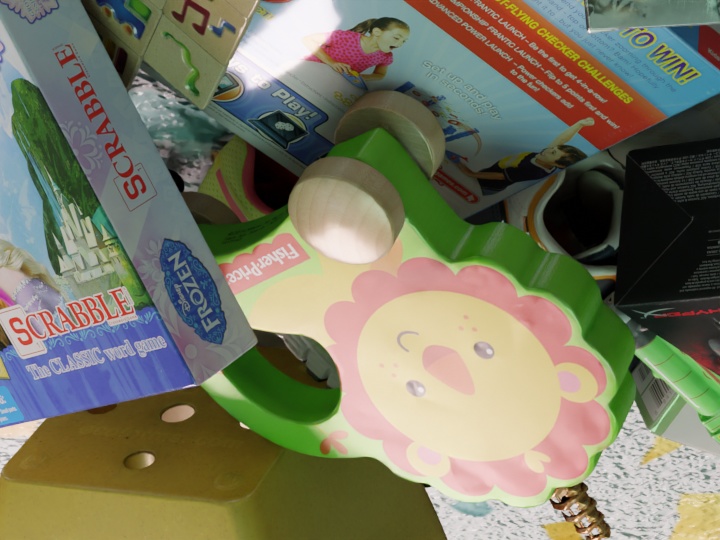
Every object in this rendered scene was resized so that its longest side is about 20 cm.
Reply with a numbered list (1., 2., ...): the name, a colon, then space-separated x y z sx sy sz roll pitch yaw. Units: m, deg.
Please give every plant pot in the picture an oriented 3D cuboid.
1. plant pot: -0.077 0.145 1.134 0.199 0.200 0.177 3 121 23

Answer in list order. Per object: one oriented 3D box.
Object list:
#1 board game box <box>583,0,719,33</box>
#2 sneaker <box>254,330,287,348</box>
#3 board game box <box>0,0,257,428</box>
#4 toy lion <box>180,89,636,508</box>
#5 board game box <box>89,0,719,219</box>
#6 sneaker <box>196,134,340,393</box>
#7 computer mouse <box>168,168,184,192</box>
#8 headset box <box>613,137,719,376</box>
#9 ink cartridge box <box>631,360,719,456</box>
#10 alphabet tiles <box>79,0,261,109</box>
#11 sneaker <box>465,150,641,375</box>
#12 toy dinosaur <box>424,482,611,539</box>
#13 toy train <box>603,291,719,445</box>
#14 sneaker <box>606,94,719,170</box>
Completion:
1. board game box: 0.177 -0.159 0.821 0.199 0.028 0.136 -3 112 10
2. sneaker: -0.078 0.060 1.246 0.115 0.074 0.200 13 147 -9
3. board game box: -0.159 -0.032 0.976 0.200 0.041 0.200 -16 105 50
4. toy lion: 0.013 0.030 0.987 0.200 0.069 0.192 -24 113 40
5. board game box: 0.020 -0.110 0.943 0.200 0.056 0.196 34 138 -31
6. sneaker: 0.000 0.000 1.068 0.200 0.078 0.090 31 120 15
7. computer mouse: -0.155 -0.070 1.061 0.109 0.044 0.200 -2 149 11
8. headset box: 0.223 0.008 0.981 0.148 0.075 0.200 -6 157 35
9. ink cartridge box: 0.258 0.047 1.157 0.200 0.048 0.146 19 119 -25
10. alphabet tiles: -0.103 -0.151 0.866 0.166 0.006 0.200 41 146 4
11. sneaker: 0.110 -0.002 1.116 0.079 0.079 0.200 -9 146 31
12. toy dinosaur: 0.047 0.062 1.160 0.102 0.201 0.136 -20 169 -15
13. toy train: 0.187 0.058 1.101 0.056 0.042 0.200 -32 125 26
14. sneaker: 0.187 -0.100 0.958 0.199 0.071 0.093 -13 139 25
